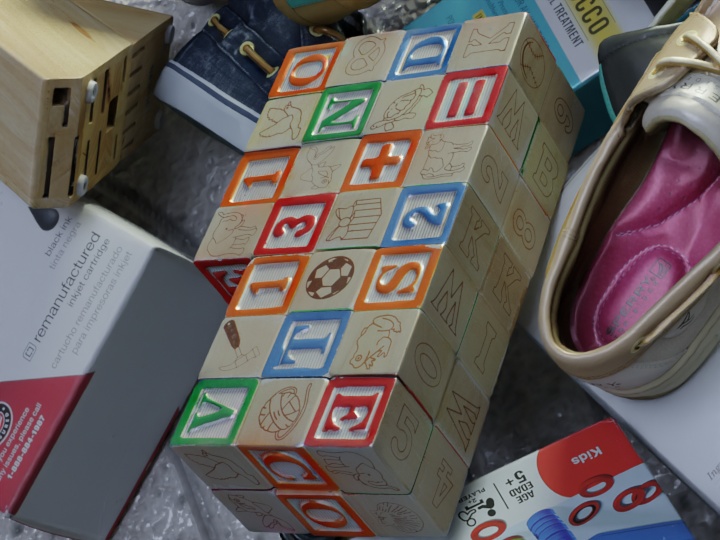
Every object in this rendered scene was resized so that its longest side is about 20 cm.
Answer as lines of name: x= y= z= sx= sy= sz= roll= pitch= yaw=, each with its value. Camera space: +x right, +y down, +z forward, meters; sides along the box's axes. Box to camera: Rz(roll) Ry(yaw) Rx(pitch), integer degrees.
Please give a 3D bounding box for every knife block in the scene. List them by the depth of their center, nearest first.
knife block: x=-0.190 y=-0.104 z=0.930 sx=0.175 sy=0.200 sz=0.064 roll=12 pitch=112 yaw=8

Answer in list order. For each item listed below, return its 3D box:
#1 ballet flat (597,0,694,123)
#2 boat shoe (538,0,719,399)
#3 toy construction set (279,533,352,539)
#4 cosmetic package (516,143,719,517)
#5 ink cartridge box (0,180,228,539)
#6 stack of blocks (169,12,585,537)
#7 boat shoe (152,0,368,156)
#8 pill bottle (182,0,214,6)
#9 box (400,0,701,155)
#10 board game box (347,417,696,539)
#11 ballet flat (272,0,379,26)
ballet flat: x=0.179 y=-0.108 z=0.738 sx=0.200 sy=0.068 sz=0.068 roll=-26 pitch=69 yaw=-19
boat shoe: x=0.124 y=-0.045 z=0.647 sx=0.074 sy=0.069 sz=0.200 roll=30 pitch=99 yaw=27
toy construction set: x=0.037 y=0.095 z=0.787 sx=0.131 sy=0.092 sz=0.200 roll=-33 pitch=64 yaw=-13
cosmetic package: x=0.152 y=0.050 z=0.721 sx=0.085 sy=0.108 sz=0.200 roll=-48 pitch=58 yaw=6
ink cartridge box: x=-0.181 y=0.022 z=0.932 sx=0.200 sy=0.083 sz=0.147 roll=28 pitch=89 yaw=33
stack of blocks: x=0.000 y=0.000 z=0.711 sx=0.115 sy=0.059 sz=0.200 roll=-4 pitch=50 yaw=34
boat shoe: x=-0.017 y=-0.084 z=0.874 sx=0.200 sy=0.071 sz=0.091 roll=33 pitch=90 yaw=44
pill bottle: x=-0.047 y=-0.236 z=0.929 sx=0.200 sy=0.112 sz=0.112 roll=-42 pitch=58 yaw=10
box: x=0.111 y=-0.117 z=0.836 sx=0.200 sy=0.049 sz=0.082 roll=-34 pitch=60 yaw=15
board game box: x=0.044 y=0.170 z=0.621 sx=0.200 sy=0.056 sz=0.196 roll=-25 pitch=46 yaw=-6
ballet flat: x=0.037 y=-0.186 z=0.865 sx=0.200 sy=0.069 sz=0.063 roll=-52 pitch=28 yaw=-18
